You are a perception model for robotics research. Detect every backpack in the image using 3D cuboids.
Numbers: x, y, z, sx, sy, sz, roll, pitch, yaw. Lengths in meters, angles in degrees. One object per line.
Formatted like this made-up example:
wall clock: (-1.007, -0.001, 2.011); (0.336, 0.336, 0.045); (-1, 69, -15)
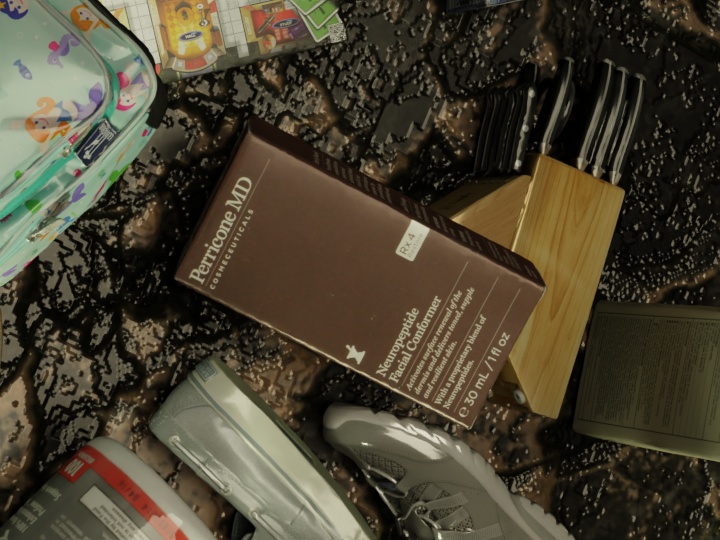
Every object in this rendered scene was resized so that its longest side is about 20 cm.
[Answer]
backpack: (-0.220, -0.082, 0.979); (0.178, 0.151, 0.200); (45, 92, 1)

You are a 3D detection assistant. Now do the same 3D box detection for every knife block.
knife block: (0.130, -0.030, 1.188); (0.175, 0.064, 0.201); (-28, 103, -19)

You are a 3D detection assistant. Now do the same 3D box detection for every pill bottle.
pill bottle: (-0.177, 0.200, 1.033); (0.200, 0.116, 0.116); (-44, 108, -16)

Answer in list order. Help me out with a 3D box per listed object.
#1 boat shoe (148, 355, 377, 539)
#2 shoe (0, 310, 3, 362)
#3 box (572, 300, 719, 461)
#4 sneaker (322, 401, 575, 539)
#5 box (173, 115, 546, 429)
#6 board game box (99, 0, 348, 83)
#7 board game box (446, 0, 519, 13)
boat shoe: (-0.051, 0.143, 1.121); (0.071, 0.070, 0.201); (-40, 108, 1)
shoe: (-0.238, 0.086, 1.036); (0.069, 0.053, 0.202); (10, 88, -24)
box: (0.222, 0.073, 1.159); (0.077, 0.200, 0.096); (14, 87, -24)
sneaker: (0.050, 0.153, 1.154); (0.200, 0.075, 0.082); (38, 76, -21)
box: (0.000, 0.000, 1.090); (0.199, 0.075, 0.101); (27, 100, -5)
board game box: (-0.109, -0.166, 1.101); (0.199, 0.023, 0.106); (-17, 96, -22)
board game box: (0.135, -0.282, 1.182); (0.199, 0.062, 0.202); (-15, 99, -23)
